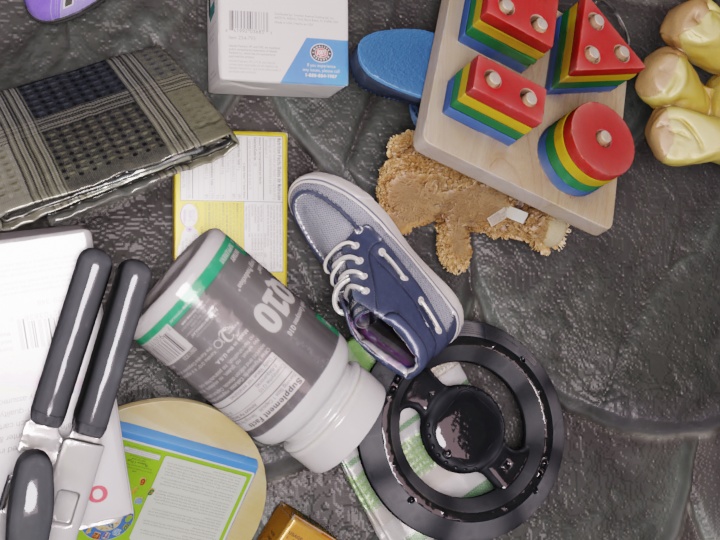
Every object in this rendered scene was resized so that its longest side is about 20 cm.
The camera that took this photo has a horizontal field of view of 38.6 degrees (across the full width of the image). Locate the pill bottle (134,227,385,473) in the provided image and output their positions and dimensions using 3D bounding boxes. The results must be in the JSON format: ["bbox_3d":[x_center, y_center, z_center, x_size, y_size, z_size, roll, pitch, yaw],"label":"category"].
[{"bbox_3d":[-0.082,0.069,0.846,0.200,0.113,0.113,42,78,-14],"label":"pill bottle"}]

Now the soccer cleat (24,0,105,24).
[{"bbox_3d":[-0.206,-0.282,0.837,0.200,0.073,0.068,-37,75,7],"label":"soccer cleat"}]

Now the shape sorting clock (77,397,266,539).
[{"bbox_3d":[-0.175,0.197,0.858,0.199,0.039,0.201,-8,109,-25],"label":"shape sorting clock"}]

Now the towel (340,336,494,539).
[{"bbox_3d":[0.043,0.146,0.955,0.149,0.031,0.201,-31,95,-17],"label":"towel"}]

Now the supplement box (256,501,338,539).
[{"bbox_3d":[-0.091,0.307,0.889,0.069,0.067,0.201,32,81,-14],"label":"supplement box"}]

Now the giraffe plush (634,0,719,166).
[{"bbox_3d":[0.358,-0.153,0.990,0.199,0.162,0.173,24,90,6],"label":"giraffe plush"}]

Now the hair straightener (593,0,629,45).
[{"bbox_3d":[0.212,-0.175,1.006,0.077,0.041,0.201,25,78,-15],"label":"hair straightener"}]

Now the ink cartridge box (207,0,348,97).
[{"bbox_3d":[-0.074,-0.258,0.902,0.115,0.067,0.201,0,89,-17],"label":"ink cartridge box"}]

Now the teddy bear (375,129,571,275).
[{"bbox_3d":[0.109,-0.072,0.950,0.199,0.067,0.146,-11,116,-6],"label":"teddy bear"}]

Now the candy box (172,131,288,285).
[{"bbox_3d":[-0.116,-0.023,0.908,0.102,0.026,0.201,1,89,-19],"label":"candy box"}]

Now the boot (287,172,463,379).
[{"bbox_3d":[0.000,0.000,0.883,0.200,0.073,0.090,42,35,6],"label":"boot"}]

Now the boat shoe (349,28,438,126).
[{"bbox_3d":[0.076,-0.163,0.931,0.199,0.069,0.085,8,68,-26],"label":"boat shoe"}]

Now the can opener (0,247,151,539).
[{"bbox_3d":[-0.178,0.088,0.643,0.053,0.067,0.201,17,89,-21],"label":"can opener"}]

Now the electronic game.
[{"bbox_3d":[0.092,0.144,0.932,0.199,0.042,0.201,3,78,-14],"label":"electronic game"}]

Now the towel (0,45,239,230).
[{"bbox_3d":[-0.214,-0.106,0.809,0.192,0.200,0.035,-21,130,-17],"label":"towel"}]

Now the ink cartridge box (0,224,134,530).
[{"bbox_3d":[-0.244,0.077,0.700,0.147,0.086,0.201,-8,99,-18],"label":"ink cartridge box"}]

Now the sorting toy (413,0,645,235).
[{"bbox_3d":[0.162,-0.163,0.895,0.198,0.070,0.201,22,62,-20],"label":"sorting toy"}]
